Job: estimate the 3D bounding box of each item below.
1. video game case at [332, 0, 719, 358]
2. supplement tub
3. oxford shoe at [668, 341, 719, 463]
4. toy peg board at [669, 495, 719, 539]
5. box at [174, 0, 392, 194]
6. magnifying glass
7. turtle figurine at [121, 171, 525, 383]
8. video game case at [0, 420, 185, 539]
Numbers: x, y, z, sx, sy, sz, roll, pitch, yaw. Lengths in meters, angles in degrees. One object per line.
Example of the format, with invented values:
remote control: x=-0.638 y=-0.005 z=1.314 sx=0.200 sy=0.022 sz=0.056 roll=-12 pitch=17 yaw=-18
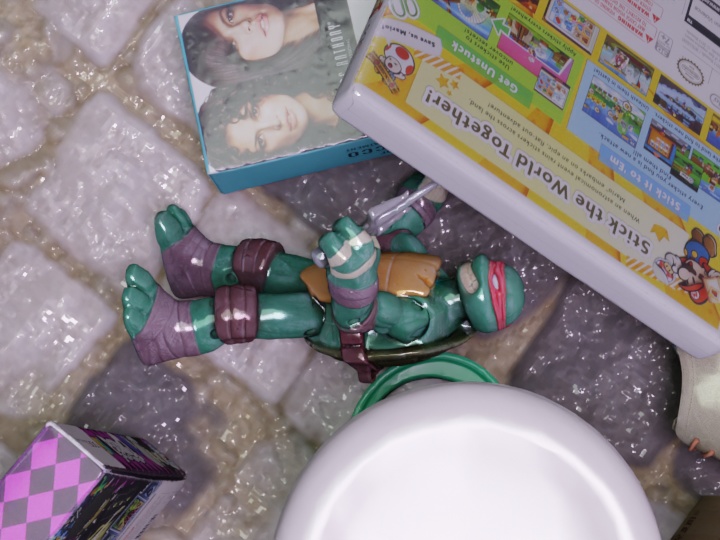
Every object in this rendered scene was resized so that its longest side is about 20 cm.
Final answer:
video game case: x=0.099 y=-0.086 z=0.727 sx=0.199 sy=0.023 sz=0.183 roll=33 pitch=55 yaw=-16
supplement tub: x=0.040 y=0.121 z=0.672 sx=0.143 sy=0.200 sz=0.146 roll=0 pitch=83 yaw=1
oxford shoe: x=0.185 y=0.076 z=0.757 sx=0.073 sy=0.071 sz=0.201 roll=-26 pitch=71 yaw=4
toy peg board: x=0.135 y=0.201 z=0.674 sx=0.098 sy=0.200 sz=0.200 roll=37 pitch=86 yaw=6
box: x=0.017 y=-0.102 z=0.797 sx=0.198 sy=0.049 sz=0.083 roll=-13 pitch=82 yaw=1
magnifying glass: x=0.005 y=0.131 z=0.783 sx=0.079 sy=0.022 sz=0.201 roll=30 pitch=83 yaw=7
turtle figurine: x=0.000 y=0.000 z=0.751 sx=0.198 sy=0.150 sz=0.102 roll=-5 pitch=100 yaw=11
video game case: x=-0.163 y=0.154 z=0.709 sx=0.036 sy=0.181 sz=0.200 roll=39 pitch=87 yaw=8
